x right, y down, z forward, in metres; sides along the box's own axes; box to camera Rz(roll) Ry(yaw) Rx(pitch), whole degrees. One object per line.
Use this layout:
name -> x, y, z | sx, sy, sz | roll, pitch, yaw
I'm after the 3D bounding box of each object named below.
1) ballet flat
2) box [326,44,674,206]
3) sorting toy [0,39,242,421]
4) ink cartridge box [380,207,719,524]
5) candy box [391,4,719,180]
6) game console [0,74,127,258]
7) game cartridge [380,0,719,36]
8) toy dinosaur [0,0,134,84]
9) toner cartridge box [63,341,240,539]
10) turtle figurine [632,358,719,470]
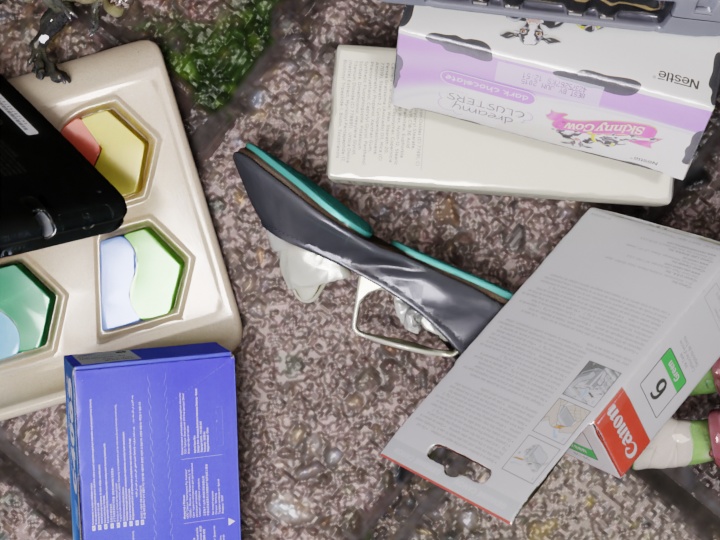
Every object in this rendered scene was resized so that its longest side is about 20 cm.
ballet flat -> 0.000, 0.000, 0.830 | 0.199, 0.073, 0.073 | 30, 92, 0
box -> 0.082, -0.084, 0.823 | 0.199, 0.068, 0.083 | 6, 90, 2
sorting toy -> -0.184, -0.023, 0.852 | 0.184, 0.036, 0.201 | -16, 90, 3
ink cartridge box -> 0.116, 0.058, 0.772 | 0.200, 0.109, 0.050 | -47, 128, -18
candy box -> 0.123, -0.168, 0.774 | 0.167, 0.072, 0.201 | 15, 63, 5
game console -> -0.264, -0.035, 0.793 | 0.200, 0.176, 0.117 | 42, 127, 25
game cartridge -> 0.093, -0.189, 0.710 | 0.199, 0.040, 0.134 | 5, 67, -9
toy dinosaur -> -0.199, -0.166, 0.831 | 0.200, 0.047, 0.088 | 28, 106, 30
toner cartridge box -> -0.120, 0.146, 0.822 | 0.095, 0.043, 0.201 | -3, 98, -19
turtle figurine -> 0.253, 0.060, 0.773 | 0.193, 0.200, 0.145 | 6, 76, 11
